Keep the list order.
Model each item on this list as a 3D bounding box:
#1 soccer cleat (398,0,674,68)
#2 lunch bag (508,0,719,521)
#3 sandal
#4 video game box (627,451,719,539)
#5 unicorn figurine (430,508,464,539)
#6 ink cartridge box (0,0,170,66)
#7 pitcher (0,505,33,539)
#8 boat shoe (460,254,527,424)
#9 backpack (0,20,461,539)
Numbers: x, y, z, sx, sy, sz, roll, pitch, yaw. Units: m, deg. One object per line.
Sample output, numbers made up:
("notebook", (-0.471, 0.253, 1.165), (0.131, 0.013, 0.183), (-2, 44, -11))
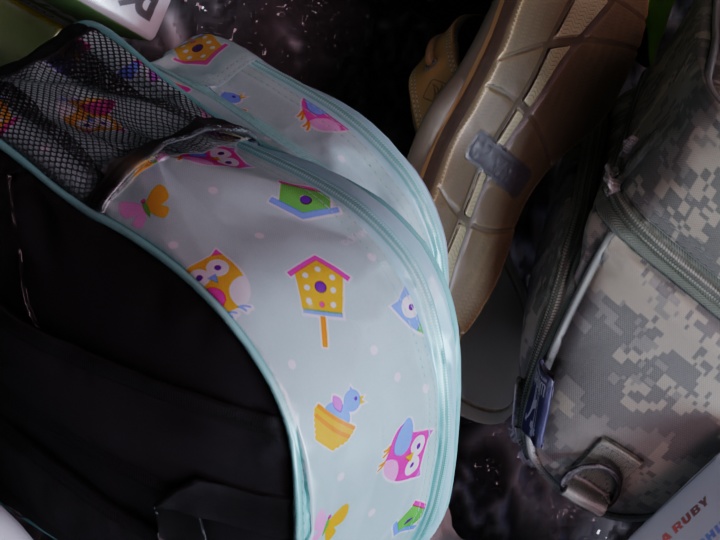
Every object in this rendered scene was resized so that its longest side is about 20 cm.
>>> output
("soccer cleat", (0.060, -0.113, 1.093), (0.200, 0.067, 0.081), (-4, 109, -41))
("lunch bag", (0.139, -0.003, 1.077), (0.139, 0.200, 0.168), (35, 114, -7))
("sandal", (0.044, -0.058, 1.035), (0.080, 0.054, 0.200), (43, 73, -48))
("video game box", (0.151, 0.170, 1.069), (0.182, 0.047, 0.200), (-44, 132, 19))
("unicorn figurine", (0.017, 0.124, 1.033), (0.138, 0.200, 0.074), (-61, 145, -16))
("ink cartridge box", (-0.107, -0.146, 0.947), (0.104, 0.059, 0.200), (29, 82, -41))
("pitcher", (-0.167, 0.167, 0.944), (0.172, 0.121, 0.200), (-40, 135, -8))
("boat shoe", (0.000, 0.000, 1.067), (0.200, 0.062, 0.075), (37, 64, -45))
("backpack", (-0.052, 0.025, 0.917), (0.153, 0.200, 0.176), (-23, 134, -33))
